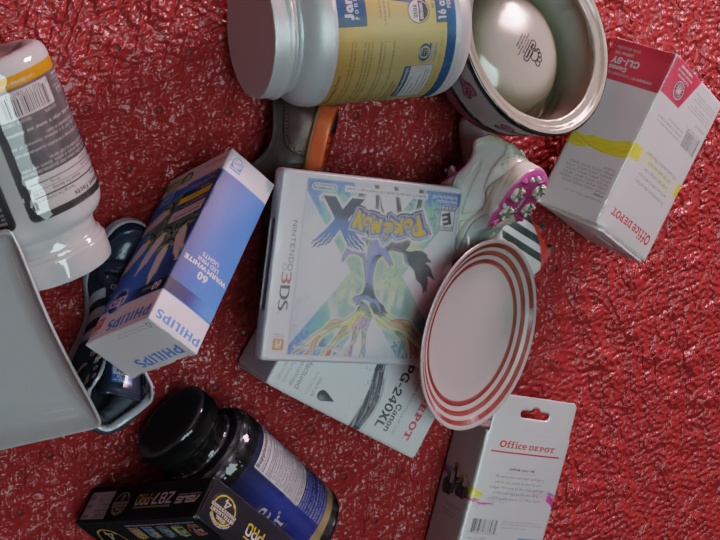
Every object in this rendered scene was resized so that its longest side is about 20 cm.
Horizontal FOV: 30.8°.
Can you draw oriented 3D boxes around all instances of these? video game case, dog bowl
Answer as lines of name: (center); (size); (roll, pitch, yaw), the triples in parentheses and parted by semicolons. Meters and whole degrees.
video game case: (0.000, 0.000, 1.269); (0.200, 0.022, 0.183); (4, 97, -29)
dog bowl: (0.156, -0.227, 1.328); (0.200, 0.074, 0.200); (8, 77, -35)

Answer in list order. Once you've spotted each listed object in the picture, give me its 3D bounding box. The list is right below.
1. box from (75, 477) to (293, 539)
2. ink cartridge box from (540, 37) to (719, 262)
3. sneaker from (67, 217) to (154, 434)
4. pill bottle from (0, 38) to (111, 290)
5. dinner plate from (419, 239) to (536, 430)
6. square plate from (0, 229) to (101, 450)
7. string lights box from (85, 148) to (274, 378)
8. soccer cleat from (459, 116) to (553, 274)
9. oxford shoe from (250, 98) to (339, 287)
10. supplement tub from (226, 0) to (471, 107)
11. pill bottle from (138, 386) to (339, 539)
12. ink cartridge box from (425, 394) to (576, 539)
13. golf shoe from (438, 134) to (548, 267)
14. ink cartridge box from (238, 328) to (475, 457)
box: (-0.154, 0.262, 1.248); (0.161, 0.200, 0.049); (44, 53, -30)
ink cartridge box: (0.293, -0.128, 1.419); (0.145, 0.083, 0.200); (28, 88, -54)
sneaker: (-0.223, 0.055, 1.212); (0.070, 0.108, 0.200); (15, 95, -29)
pill bottle: (-0.296, -0.090, 1.138); (0.116, 0.116, 0.200); (-25, 113, -20)
dinner plate: (0.117, 0.065, 1.335); (0.200, 0.024, 0.200); (-22, 119, -47)
square plate: (-0.349, 0.070, 1.149); (0.198, 0.028, 0.200); (-14, 112, 14)
string lights box: (-0.160, -0.007, 1.181); (0.059, 0.103, 0.200); (41, 49, -26)
soccer cleat: (0.140, -0.070, 1.392); (0.085, 0.069, 0.200); (-36, 120, -20)
oxford shoe: (-0.079, -0.075, 1.291); (0.072, 0.071, 0.200); (16, 100, 2)
supplement tub: (-0.012, -0.230, 1.231); (0.200, 0.145, 0.145); (-9, 106, -25)
pill bottle: (-0.122, 0.208, 1.297); (0.112, 0.112, 0.200); (-49, 118, -9)
ink cartridge box: (0.158, 0.230, 1.469); (0.115, 0.068, 0.200); (11, 97, -29)
golf shoe: (0.108, -0.053, 1.349); (0.075, 0.092, 0.200); (-2, 138, -52)
ink cartridge box: (0.000, 0.084, 1.345); (0.200, 0.083, 0.145); (30, 86, -28)
